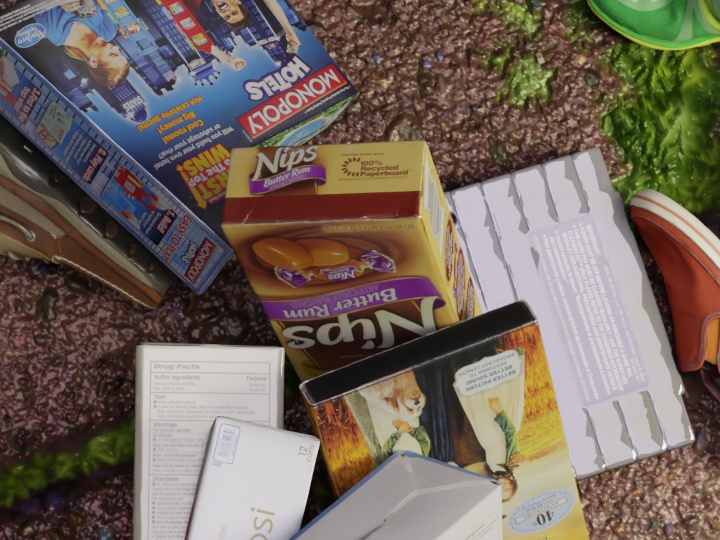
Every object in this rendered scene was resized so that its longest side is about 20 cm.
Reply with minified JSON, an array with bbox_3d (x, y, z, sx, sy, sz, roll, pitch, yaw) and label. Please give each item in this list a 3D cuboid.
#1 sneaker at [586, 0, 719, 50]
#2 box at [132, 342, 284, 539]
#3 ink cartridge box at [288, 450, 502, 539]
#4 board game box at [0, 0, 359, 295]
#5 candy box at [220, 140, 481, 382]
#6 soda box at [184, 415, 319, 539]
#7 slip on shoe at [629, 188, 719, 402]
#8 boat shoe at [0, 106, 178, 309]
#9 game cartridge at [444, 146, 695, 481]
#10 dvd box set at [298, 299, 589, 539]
[{"bbox_3d":[0.240,-0.181,1.416,0.199,0.084,0.074,11,66,22],"label":"sneaker"},{"bbox_3d":[-0.094,0.147,1.359,0.094,0.078,0.201,2,82,-5],"label":"box"},{"bbox_3d":[0.018,0.226,1.285,0.136,0.076,0.201,-34,129,-43],"label":"ink cartridge box"},{"bbox_3d":[-0.109,-0.096,1.373,0.200,0.062,0.200,-29,79,-36],"label":"board game box"},{"bbox_3d":[0.000,0.000,1.314,0.116,0.200,0.057,-2,62,13],"label":"candy box"},{"bbox_3d":[-0.077,0.188,1.280,0.063,0.068,0.201,14,82,-4],"label":"soda box"},{"bbox_3d":[0.225,0.038,1.412,0.061,0.074,0.201,-31,91,-6],"label":"slip on shoe"},{"bbox_3d":[-0.200,-0.045,1.384,0.200,0.076,0.074,40,121,-3],"label":"boat shoe"},{"bbox_3d":[0.126,0.033,1.421,0.129,0.038,0.201,-16,84,-12],"label":"game cartridge"},{"bbox_3d":[0.056,0.129,1.343,0.146,0.029,0.201,-19,122,-7],"label":"dvd box set"}]
